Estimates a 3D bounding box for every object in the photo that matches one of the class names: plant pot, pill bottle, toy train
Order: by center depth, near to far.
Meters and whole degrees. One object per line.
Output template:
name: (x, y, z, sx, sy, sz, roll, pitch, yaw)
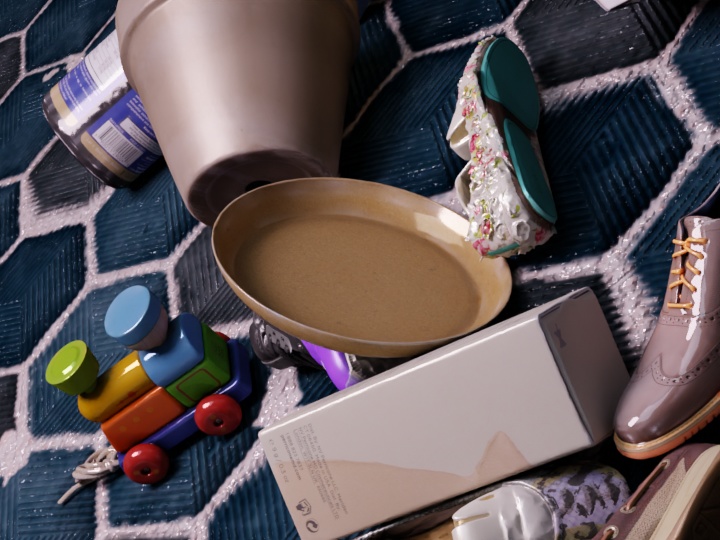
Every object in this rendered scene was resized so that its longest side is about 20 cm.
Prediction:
plant pot: (0.000, 0.000, 1.050, 0.201, 0.198, 0.028, -116, 30, -53)
toy train: (-0.187, 0.097, 1.175, 0.199, 0.116, 0.085, -34, 36, 18)
plant pot: (-0.088, -0.133, 1.255, 0.199, 0.199, 0.175, -27, 55, 26)
pill bottle: (-0.179, -0.176, 1.440, 0.200, 0.112, 0.112, -40, 35, 9)

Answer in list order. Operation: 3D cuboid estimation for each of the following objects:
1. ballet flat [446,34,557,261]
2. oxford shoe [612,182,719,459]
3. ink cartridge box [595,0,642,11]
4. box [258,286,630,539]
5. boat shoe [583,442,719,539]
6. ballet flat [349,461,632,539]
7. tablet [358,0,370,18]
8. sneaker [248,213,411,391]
ballet flat: (0.089, -0.085, 1.102, 0.064, 0.075, 0.201, -36, 33, 28)
oxford shoe: (0.187, 0.011, 0.885, 0.071, 0.073, 0.201, 1, 51, 56)
ink cartridge box: (0.223, -0.218, 1.073, 0.199, 0.040, 0.099, -21, 3, 32)
box: (0.051, 0.086, 0.935, 0.199, 0.078, 0.095, -25, -3, 30)
boat shoe: (0.131, 0.168, 0.816, 0.201, 0.072, 0.072, -53, 27, -15)
ballet flat: (0.057, 0.159, 0.894, 0.199, 0.072, 0.073, -26, 40, 29)
tablet: (0.021, -0.323, 1.364, 0.014, 0.130, 0.201, 19, 68, 24)
sneaker: (-0.029, 0.041, 1.115, 0.100, 0.069, 0.201, -45, 31, 17)
